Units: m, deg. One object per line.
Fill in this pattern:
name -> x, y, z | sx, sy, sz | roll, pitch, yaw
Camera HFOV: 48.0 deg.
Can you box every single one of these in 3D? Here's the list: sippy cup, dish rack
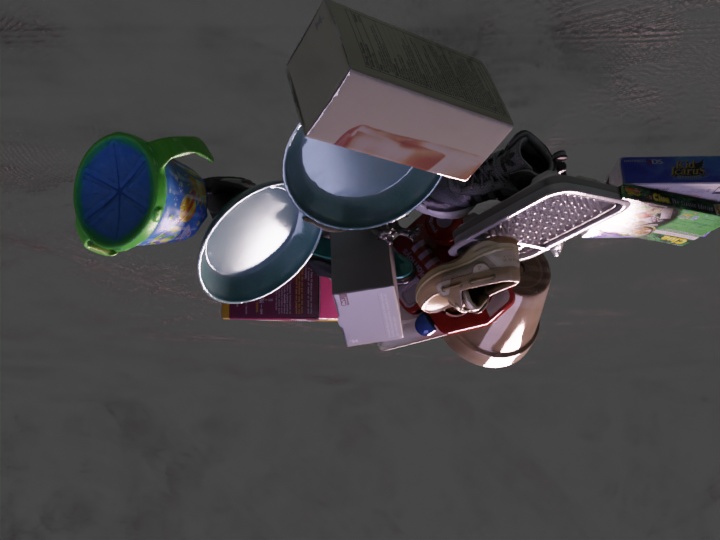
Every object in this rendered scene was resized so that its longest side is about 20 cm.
sippy cup -> -0.261, -0.090, 1.003 | 0.174, 0.143, 0.130 | 0, 177, 27
dish rack -> 0.220, -0.069, 1.022 | 0.169, 0.044, 0.199 | 5, 156, -40

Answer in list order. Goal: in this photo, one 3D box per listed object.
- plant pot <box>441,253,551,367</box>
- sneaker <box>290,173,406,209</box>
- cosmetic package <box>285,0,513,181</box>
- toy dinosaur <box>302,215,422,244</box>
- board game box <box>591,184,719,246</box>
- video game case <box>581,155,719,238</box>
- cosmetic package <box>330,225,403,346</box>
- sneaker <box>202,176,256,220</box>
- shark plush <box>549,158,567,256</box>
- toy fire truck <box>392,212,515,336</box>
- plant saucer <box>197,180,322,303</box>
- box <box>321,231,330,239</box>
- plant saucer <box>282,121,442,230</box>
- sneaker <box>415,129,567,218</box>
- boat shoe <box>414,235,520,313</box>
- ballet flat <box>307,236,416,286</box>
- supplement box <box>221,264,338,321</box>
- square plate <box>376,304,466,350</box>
plant pot -> 0.242, 0.039, 1.408 | 0.195, 0.204, 0.175 | 3, 146, -14
sneaker -> 0.004, -0.131, 1.001 | 0.196, 0.071, 0.074 | -15, 119, -5
cosmetic package -> 0.038, -0.167, 0.778 | 0.197, 0.105, 0.087 | 12, 137, -34
toy dinosaur -> 0.025, -0.069, 1.029 | 0.198, 0.088, 0.048 | -28, 147, -38
board game box -> 0.409, -0.074, 1.125 | 0.196, 0.024, 0.105 | 8, 155, -23
video game case -> 0.434, -0.102, 1.152 | 0.195, 0.046, 0.182 | -1, 159, -3
cosmetic package -> 0.005, -0.011, 1.085 | 0.088, 0.203, 0.108 | -10, 138, 3
sneaker -> -0.167, -0.065, 1.145 | 0.074, 0.090, 0.200 | -7, 162, 19
shark plush -> 0.268, -0.090, 1.159 | 0.082, 0.092, 0.200 | 26, 174, 15
toy fire truck -> 0.126, 0.006, 1.196 | 0.167, 0.201, 0.112 | -40, 158, 9
plant saucer -> -0.139, -0.045, 1.094 | 0.198, 0.036, 0.202 | -29, 144, -23
box -> -0.032, -0.066, 1.256 | 0.141, 0.037, 0.200 | 1, 164, -11
plant saucer -> 0.006, -0.134, 0.916 | 0.195, 0.036, 0.203 | -10, 136, -9
sneaker -> 0.160, -0.124, 1.013 | 0.195, 0.077, 0.114 | -7, 163, -14
boat shoe -> 0.137, 0.023, 1.061 | 0.071, 0.066, 0.199 | 6, 155, -31
ballet flat -> 0.000, 0.000, 1.202 | 0.197, 0.075, 0.073 | 15, 173, 30
supplement box -> -0.122, 0.033, 1.378 | 0.196, 0.106, 0.130 | -2, 174, 28
square plate -> 0.090, 0.027, 1.278 | 0.194, 0.202, 0.029 | -12, 134, -14
